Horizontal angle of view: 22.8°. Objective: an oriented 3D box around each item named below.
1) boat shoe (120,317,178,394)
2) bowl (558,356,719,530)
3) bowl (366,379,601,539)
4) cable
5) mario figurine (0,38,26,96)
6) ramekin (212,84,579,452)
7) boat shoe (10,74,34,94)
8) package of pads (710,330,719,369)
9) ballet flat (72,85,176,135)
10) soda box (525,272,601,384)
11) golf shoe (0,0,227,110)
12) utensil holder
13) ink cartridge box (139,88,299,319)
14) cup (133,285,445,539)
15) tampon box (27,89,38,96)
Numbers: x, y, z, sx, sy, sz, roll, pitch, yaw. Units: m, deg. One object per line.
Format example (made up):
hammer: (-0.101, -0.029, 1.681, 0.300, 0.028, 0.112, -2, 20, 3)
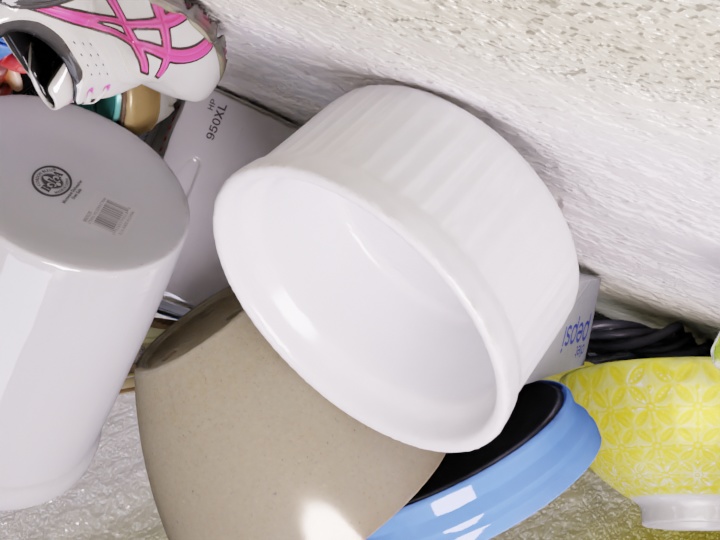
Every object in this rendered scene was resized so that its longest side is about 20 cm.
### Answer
boat shoe: (-0.116, 0.069, 1.275, 0.199, 0.063, 0.073, 5, 176, 39)
bowl: (0.244, 0.132, 1.298, 0.199, 0.108, 0.200, 1, 168, 0)
bowl: (0.057, 0.130, 1.151, 0.040, 0.200, 0.200, 65, 163, -10)
cable: (0.214, 0.058, 1.388, 0.199, 0.051, 0.163, 23, 167, -36)
mario figurine: (-0.223, -0.166, 1.056, 0.124, 0.106, 0.200, 59, 157, -3)
ramekin: (0.024, -0.005, 0.984, 0.200, 0.098, 0.201, 30, 148, 21)
boat shoe: (-0.265, -0.103, 1.169, 0.073, 0.200, 0.075, 32, 133, 19)
package of pads: (0.309, 0.061, 0.977, 0.199, 0.069, 0.154, 15, 171, 46)
ballet flat: (-0.154, -0.122, 1.188, 0.063, 0.069, 0.200, -4, -175, -19)
soda box: (0.104, 0.033, 1.198, 0.063, 0.069, 0.200, 13, -174, 21)
golf shoe: (-0.144, -0.124, 0.940, 0.072, 0.093, 0.200, 16, 172, 32)
utensil holder: (-0.212, 0.018, 1.091, 0.169, 0.201, 0.170, 19, -144, -14)
ink cartridge box: (-0.124, -0.043, 1.261, 0.084, 0.145, 0.200, 22, 174, -13)
cup: (-0.060, 0.089, 1.119, 0.144, 0.200, 0.200, 57, 164, -13)
tampon box: (-0.336, -0.118, 1.299, 0.200, 0.127, 0.150, 28, -169, -41)
